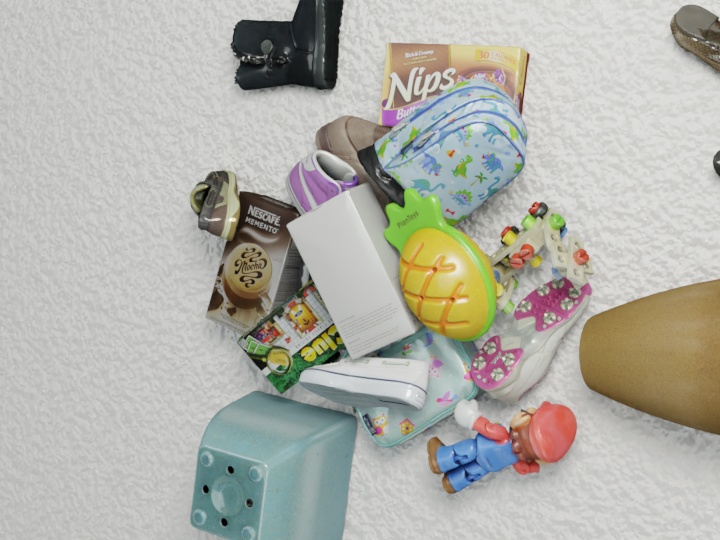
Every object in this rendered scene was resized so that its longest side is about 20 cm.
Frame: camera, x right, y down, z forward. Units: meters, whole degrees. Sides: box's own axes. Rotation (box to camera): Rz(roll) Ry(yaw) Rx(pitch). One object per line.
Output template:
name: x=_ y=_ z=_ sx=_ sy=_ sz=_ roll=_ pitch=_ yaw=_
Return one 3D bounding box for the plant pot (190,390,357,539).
plant pot: x=-0.141 y=0.302 z=1.262 sx=0.193 sy=0.199 sz=0.200 roll=10 pitch=94 yaw=25

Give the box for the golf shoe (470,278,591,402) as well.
golf shoe: x=0.234 y=0.093 z=1.161 sx=0.200 sy=0.092 sz=0.075 roll=-44 pitch=42 yaw=-1

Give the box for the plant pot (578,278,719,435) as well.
plant pot: x=0.371 y=0.100 z=1.046 sx=0.197 sy=0.185 sz=0.190 roll=-1 pitch=90 yaw=38

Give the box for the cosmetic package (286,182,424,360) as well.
cosmetic package: x=0.000 y=0.000 z=1.155 sx=0.106 sy=0.085 sz=0.203 roll=-23 pitch=93 yaw=26

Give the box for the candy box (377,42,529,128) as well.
candy box: x=0.127 y=-0.250 z=1.208 sx=0.197 sy=0.056 sz=0.119 roll=9 pitch=96 yaw=23

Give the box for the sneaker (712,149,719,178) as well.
sneaker: x=0.521 y=-0.135 z=1.028 sx=0.196 sy=0.074 sz=0.082 roll=4 pitch=78 yaw=20

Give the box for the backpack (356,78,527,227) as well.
backpack: x=0.120 y=-0.147 z=1.116 sx=0.199 sy=0.154 sz=0.163 roll=-41 pitch=115 yaw=7

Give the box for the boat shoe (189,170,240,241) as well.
boat shoe: x=-0.223 y=-0.108 z=1.309 sx=0.073 sy=0.065 sz=0.201 roll=-66 pitch=24 yaw=20

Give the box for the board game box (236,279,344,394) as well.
board game box: x=-0.072 y=0.081 z=1.255 sx=0.199 sy=0.024 sz=0.105 roll=-39 pitch=102 yaw=13

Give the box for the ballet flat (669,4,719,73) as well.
ballet flat: x=0.462 y=-0.252 z=1.062 sx=0.199 sy=0.046 sz=0.068 roll=38 pitch=74 yaw=14

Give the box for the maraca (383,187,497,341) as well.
maraca: x=0.096 y=-0.005 z=1.082 sx=0.137 sy=0.106 sz=0.202 roll=-35 pitch=84 yaw=48

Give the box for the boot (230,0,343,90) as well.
boot: x=-0.114 y=-0.371 z=1.307 sx=0.165 sy=0.076 sz=0.204 roll=7 pitch=100 yaw=21

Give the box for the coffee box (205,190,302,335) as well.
coffee box: x=-0.148 y=-0.006 z=1.326 sx=0.112 sy=0.080 sz=0.203 roll=20 pitch=99 yaw=24

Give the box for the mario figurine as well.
mario figurine: x=0.192 y=0.223 z=1.160 sx=0.197 sy=0.123 sz=0.108 roll=-23 pitch=61 yaw=21

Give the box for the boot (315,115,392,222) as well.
boot: x=0.007 y=-0.125 z=1.262 sx=0.144 sy=0.070 sz=0.204 roll=4 pitch=111 yaw=40

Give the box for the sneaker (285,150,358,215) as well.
sneaker: x=-0.022 y=-0.076 z=1.227 sx=0.201 sy=0.073 sz=0.114 roll=52 pitch=145 yaw=-6

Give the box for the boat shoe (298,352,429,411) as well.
boat shoe: x=0.009 y=0.146 z=1.189 sx=0.197 sy=0.074 sz=0.068 roll=6 pitch=62 yaw=31

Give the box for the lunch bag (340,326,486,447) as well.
lunch bag: x=0.069 y=0.144 z=1.228 sx=0.199 sy=0.077 sz=0.162 roll=-34 pitch=77 yaw=22

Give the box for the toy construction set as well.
toy construction set: x=0.209 y=-0.010 z=1.127 sx=0.199 sy=0.132 sz=0.092 roll=-24 pitch=114 yaw=45

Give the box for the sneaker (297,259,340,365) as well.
sneaker: x=-0.050 y=0.047 z=1.298 sx=0.081 sy=0.072 sz=0.204 roll=8 pitch=99 yaw=9
